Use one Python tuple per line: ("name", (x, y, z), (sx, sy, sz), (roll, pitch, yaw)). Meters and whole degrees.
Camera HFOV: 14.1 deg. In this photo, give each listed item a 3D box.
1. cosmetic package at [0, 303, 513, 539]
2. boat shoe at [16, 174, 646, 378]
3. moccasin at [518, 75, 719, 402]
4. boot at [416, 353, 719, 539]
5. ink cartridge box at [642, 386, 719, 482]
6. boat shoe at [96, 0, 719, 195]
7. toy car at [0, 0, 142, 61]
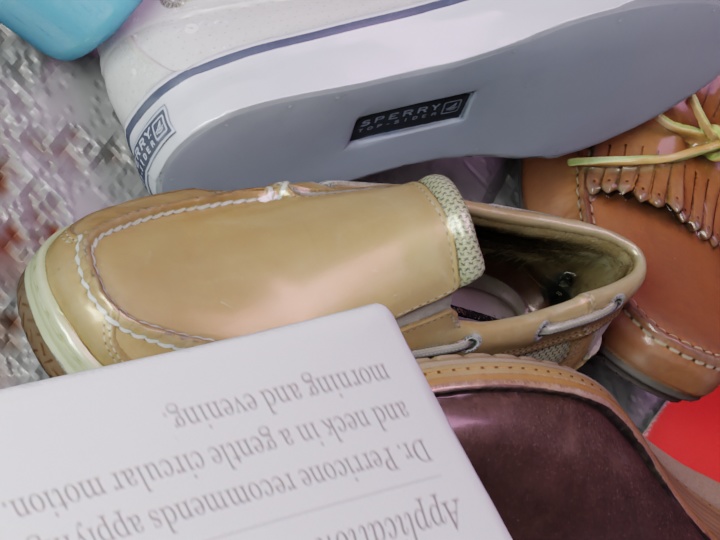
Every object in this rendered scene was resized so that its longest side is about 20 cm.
("cosmetic package", (-0.048, 0.139, 0.530), (0.165, 0.165, 0.200), (-10, 68, -51))
("boat shoe", (0.000, 0.000, 0.778), (0.200, 0.076, 0.072), (-2, 62, -49))
("moccasin", (0.098, -0.045, 0.922), (0.074, 0.078, 0.201), (32, 40, -21))
("boot", (0.066, 0.115, 0.757), (0.200, 0.072, 0.166), (20, 44, -42))
("ink cartridge box", (0.186, 0.088, 0.941), (0.200, 0.045, 0.176), (49, 34, -5))
("boat shoe", (0.015, -0.076, 0.839), (0.202, 0.075, 0.086), (-15, 61, -24))
("toy car", (-0.080, -0.193, 0.746), (0.184, 0.200, 0.177), (37, 38, -22))
